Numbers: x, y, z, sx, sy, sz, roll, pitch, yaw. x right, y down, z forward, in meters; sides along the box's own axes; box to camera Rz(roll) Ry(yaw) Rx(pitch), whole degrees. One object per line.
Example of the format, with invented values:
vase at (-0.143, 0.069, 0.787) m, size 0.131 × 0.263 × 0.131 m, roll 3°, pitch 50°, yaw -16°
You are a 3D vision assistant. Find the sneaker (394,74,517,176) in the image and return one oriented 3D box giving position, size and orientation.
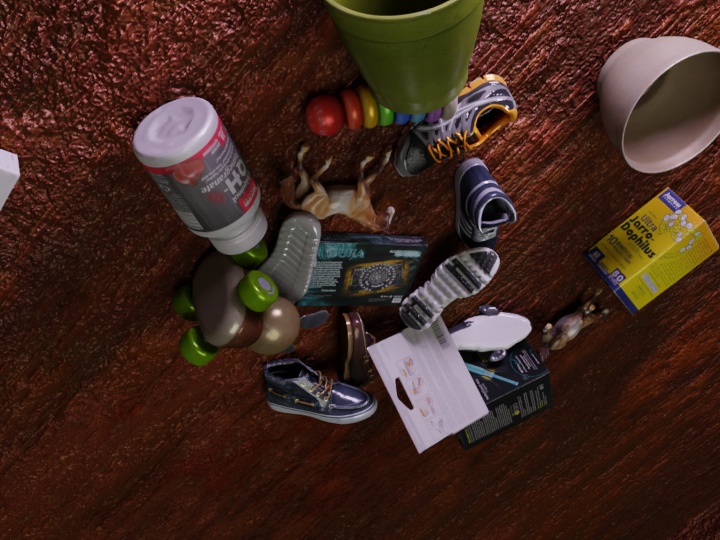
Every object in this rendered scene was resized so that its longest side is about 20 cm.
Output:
sneaker at (0.135, -0.199, 1.127) m, size 0.200 × 0.077 × 0.078 m, roll -38°, pitch 138°, yaw 11°

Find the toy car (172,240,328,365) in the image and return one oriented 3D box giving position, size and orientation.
toy car at (-0.146, 0.063, 1.167) m, size 0.164 × 0.158 × 0.200 m, roll -41°, pitch 137°, yaw 24°

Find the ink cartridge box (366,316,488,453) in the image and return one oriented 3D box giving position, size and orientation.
ink cartridge box at (0.111, 0.196, 1.371) m, size 0.176 × 0.200 × 0.045 m, roll -21°, pitch 171°, yaw -34°

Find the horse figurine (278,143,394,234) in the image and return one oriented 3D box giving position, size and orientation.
horse figurine at (-0.035, -0.116, 1.135) m, size 0.200 × 0.050 × 0.133 m, roll -3°, pitch 131°, yaw -25°

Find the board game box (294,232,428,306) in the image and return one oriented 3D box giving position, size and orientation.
board game box at (0.000, 0.000, 1.277) m, size 0.200 × 0.028 × 0.135 m, roll 1°, pitch 129°, yaw -27°

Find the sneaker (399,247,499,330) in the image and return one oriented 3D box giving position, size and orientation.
sneaker at (0.152, 0.021, 1.327) m, size 0.200 × 0.075 × 0.081 m, roll -38°, pitch 179°, yaw 29°

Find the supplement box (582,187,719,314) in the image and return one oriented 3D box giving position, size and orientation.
supplement box at (0.540, -0.036, 1.465) m, size 0.200 × 0.109 × 0.110 m, roll -41°, pitch 136°, yaw 12°

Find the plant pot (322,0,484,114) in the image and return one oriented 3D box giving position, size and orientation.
plant pot at (0.058, -0.294, 0.932) m, size 0.200 × 0.200 × 0.193 m, roll -24°, pitch 148°, yaw -5°

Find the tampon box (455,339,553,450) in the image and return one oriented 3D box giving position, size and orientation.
tampon box at (0.247, 0.222, 1.524) m, size 0.200 × 0.150 × 0.126 m, roll -25°, pitch 137°, yaw -3°

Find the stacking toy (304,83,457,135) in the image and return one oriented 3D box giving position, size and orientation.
stacking toy at (0.024, -0.222, 1.050) m, size 0.200 × 0.085 × 0.085 m, roll -16°, pitch 135°, yaw -8°

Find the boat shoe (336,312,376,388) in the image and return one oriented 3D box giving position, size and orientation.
boat shoe at (-0.003, 0.138, 1.377) m, size 0.070 × 0.070 × 0.200 m, roll -9°, pitch 142°, yaw -10°

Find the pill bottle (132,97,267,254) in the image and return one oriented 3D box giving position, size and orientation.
pill bottle at (-0.196, -0.113, 1.011) m, size 0.111 × 0.111 × 0.200 m, roll -28°, pitch 137°, yaw -1°

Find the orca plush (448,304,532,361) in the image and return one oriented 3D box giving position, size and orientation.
orca plush at (0.223, 0.134, 1.490) m, size 0.200 × 0.105 × 0.071 m, roll -29°, pitch 168°, yaw -4°

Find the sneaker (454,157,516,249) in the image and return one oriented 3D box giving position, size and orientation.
sneaker at (0.201, -0.074, 1.254) m, size 0.070 × 0.109 × 0.200 m, roll -23°, pitch 137°, yaw -5°

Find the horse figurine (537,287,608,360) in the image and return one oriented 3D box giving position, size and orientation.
horse figurine at (0.414, 0.110, 1.553) m, size 0.200 × 0.050 × 0.133 m, roll -36°, pitch 158°, yaw -12°

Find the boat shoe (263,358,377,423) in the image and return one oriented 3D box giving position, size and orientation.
boat shoe at (-0.072, 0.207, 1.358) m, size 0.200 × 0.071 × 0.091 m, roll 3°, pitch 133°, yaw 9°

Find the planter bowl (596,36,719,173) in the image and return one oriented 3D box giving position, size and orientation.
planter bowl at (0.442, -0.267, 1.179) m, size 0.200 × 0.135 × 0.200 m, roll -15°, pitch 136°, yaw -15°

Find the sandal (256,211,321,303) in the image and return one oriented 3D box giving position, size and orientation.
sandal at (-0.102, -0.016, 1.189) m, size 0.082 × 0.050 × 0.203 m, roll 29°, pitch 133°, yaw -4°

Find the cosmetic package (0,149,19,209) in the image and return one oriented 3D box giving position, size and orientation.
cosmetic package at (-0.493, -0.065, 0.946) m, size 0.083 × 0.051 × 0.200 m, roll 19°, pitch 119°, yaw -41°
